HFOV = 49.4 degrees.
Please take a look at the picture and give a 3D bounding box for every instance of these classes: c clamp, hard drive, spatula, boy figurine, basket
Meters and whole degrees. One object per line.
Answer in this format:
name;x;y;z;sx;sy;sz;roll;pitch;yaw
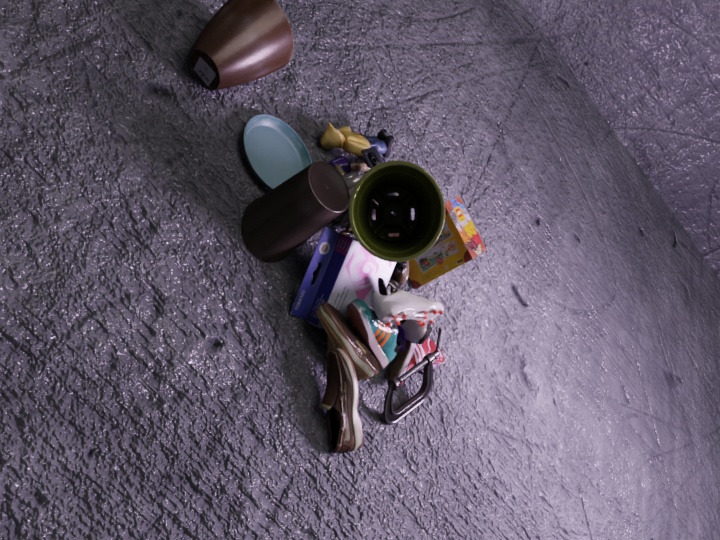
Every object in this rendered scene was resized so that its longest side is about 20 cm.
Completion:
c clamp;0.112;0.239;1.716;0.199;0.027;0.174;-34;134;-38
hard drive;0.066;-0.196;1.863;0.203;0.042;0.135;62;4;2
spatula;0.064;0.096;1.713;0.020;0.056;0.203;-37;132;-23
boy figurine;-0.017;-0.328;1.947;0.197;0.065;0.125;4;35;-35
basket;-0.126;-0.128;1.610;0.137;0.198;0.181;50;39;-13

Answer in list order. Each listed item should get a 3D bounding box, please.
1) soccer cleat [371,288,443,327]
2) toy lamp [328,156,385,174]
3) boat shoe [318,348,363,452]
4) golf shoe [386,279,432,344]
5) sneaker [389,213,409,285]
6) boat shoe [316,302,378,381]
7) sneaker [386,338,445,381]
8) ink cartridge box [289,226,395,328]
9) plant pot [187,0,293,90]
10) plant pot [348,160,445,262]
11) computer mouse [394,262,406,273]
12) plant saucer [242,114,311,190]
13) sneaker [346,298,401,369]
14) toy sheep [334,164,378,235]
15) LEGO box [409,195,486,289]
soccer cleat;0.105;0.074;1.668;0.197;0.069;0.079;2;52;-46
toy lamp;-0.013;-0.255;1.932;0.198;0.058;0.059;-13;77;-54
boat shoe;-0.046;0.260;1.558;0.074;0.074;0.207;-6;81;-34
golf shoe;0.082;0.090;1.767;0.094;0.078;0.200;28;15;-48
sneaker;0.060;-0.053;1.894;0.074;0.070;0.204;9;53;-32
boat shoe;-0.042;0.159;1.628;0.201;0.075;0.072;55;15;-21
sneaker;0.130;0.217;1.796;0.113;0.071;0.201;46;39;-14
ink cartridge box;-0.031;0.033;1.657;0.198;0.043;0.200;19;95;-42
plant pot;-0.275;-0.479;1.695;0.188;0.186;0.200;51;54;-12
plant pot;0.072;-0.123;1.668;0.203;0.198;0.190;59;1;-3
computer mouse;0.000;0.000;1.764;0.198;0.137;0.054;-15;117;-45
plant saucer;-0.189;-0.253;1.755;0.198;0.027;0.204;27;50;-37
sneaker;0.032;0.120;1.672;0.080;0.071;0.202;-42;135;-18
toy sheep;-0.012;-0.157;1.817;0.137;0.137;0.203;-21;83;-51
LEGO box;0.186;-0.066;1.926;0.077;0.198;0.151;-26;88;-51
